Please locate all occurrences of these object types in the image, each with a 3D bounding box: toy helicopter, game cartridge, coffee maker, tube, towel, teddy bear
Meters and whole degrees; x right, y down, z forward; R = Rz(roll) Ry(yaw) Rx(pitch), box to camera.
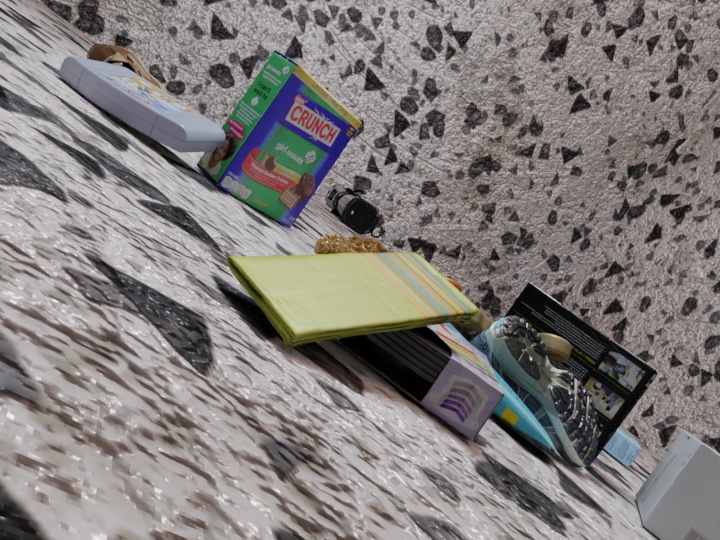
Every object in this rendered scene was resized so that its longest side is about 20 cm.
[{"bbox_3d":[0.162,0.083,0.874,0.198,0.080,0.133,12,-24,29],"label":"toy helicopter"},{"bbox_3d":[-0.287,-0.219,0.929,0.198,0.042,0.133,32,12,7],"label":"game cartridge"},{"bbox_3d":[-0.025,-0.216,2.647,0.193,0.134,0.200,60,-7,-30],"label":"coffee maker"},{"bbox_3d":[0.131,0.120,0.754,0.200,0.051,0.077,42,5,16],"label":"tube"},{"bbox_3d":[0.001,0.016,0.518,0.198,0.018,0.086,-2,37,-47],"label":"towel"},{"bbox_3d":[0.000,0.000,0.951,0.145,0.067,0.200,44,-6,-23],"label":"teddy bear"}]

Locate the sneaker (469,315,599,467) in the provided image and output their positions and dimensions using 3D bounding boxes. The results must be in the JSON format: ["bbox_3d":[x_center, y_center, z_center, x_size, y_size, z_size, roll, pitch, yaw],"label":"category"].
[{"bbox_3d":[0.197,0.143,0.808,0.201,0.086,0.078,54,46,-7],"label":"sneaker"}]

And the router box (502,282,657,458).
[{"bbox_3d":[0.266,0.134,0.942,0.199,0.150,0.051,38,6,28],"label":"router box"}]

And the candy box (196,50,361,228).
[{"bbox_3d":[-0.115,-0.188,1.038,0.077,0.201,0.169,38,6,38],"label":"candy box"}]

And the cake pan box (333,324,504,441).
[{"bbox_3d":[0.034,0.057,0.626,0.183,0.053,0.200,34,5,5],"label":"cake pan box"}]

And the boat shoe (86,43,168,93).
[{"bbox_3d":[-0.406,-0.336,1.196,0.199,0.076,0.072,36,7,25],"label":"boat shoe"}]

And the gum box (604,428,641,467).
[{"bbox_3d":[0.432,0.283,1.338,0.199,0.045,0.170,39,5,20],"label":"gum box"}]

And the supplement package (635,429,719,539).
[{"bbox_3d":[0.399,0.269,0.813,0.113,0.110,0.200,37,5,21],"label":"supplement package"}]
